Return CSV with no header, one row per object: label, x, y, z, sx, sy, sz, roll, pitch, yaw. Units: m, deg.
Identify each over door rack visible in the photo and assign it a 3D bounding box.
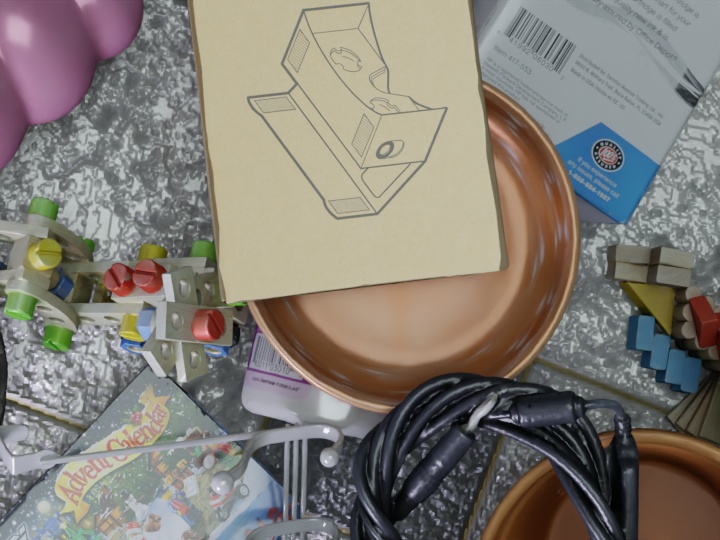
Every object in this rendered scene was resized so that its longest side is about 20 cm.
over door rack,-0.109,0.166,1.028,0.198,0.067,0.149,-1,117,-7

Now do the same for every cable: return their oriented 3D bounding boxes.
cable,0.074,0.160,0.983,0.162,0.051,0.201,1,101,6

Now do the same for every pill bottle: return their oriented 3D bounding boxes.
pill bottle,0.000,0.000,1.093,0.112,0.112,0.201,14,86,-6

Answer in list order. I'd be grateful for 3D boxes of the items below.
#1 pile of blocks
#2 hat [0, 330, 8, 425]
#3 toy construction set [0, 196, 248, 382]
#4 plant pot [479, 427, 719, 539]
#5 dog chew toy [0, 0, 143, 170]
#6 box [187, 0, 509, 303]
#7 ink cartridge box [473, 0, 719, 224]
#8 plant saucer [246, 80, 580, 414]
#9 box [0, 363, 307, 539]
pile of blocks,0.228,0.063,1.141,0.082,0.062,0.200,-45,92,-7
hat,-0.311,0.066,1.070,0.199,0.081,0.202,0,91,-7
toy construction set,-0.141,0.010,1.053,0.199,0.131,0.093,15,76,37
plant pot,0.172,0.187,1.073,0.199,0.140,0.202,1,94,10
dog chew toy,-0.218,-0.135,1.074,0.199,0.125,0.125,-35,92,-14
box,-0.009,-0.090,0.994,0.162,0.021,0.201,-7,87,-5
ink cartridge box,0.148,-0.151,1.120,0.146,0.086,0.201,33,83,-14
plant saucer,0.027,-0.018,1.022,0.199,0.037,0.202,0,88,-5
box,-0.150,0.176,1.104,0.137,0.038,0.200,43,84,-3
